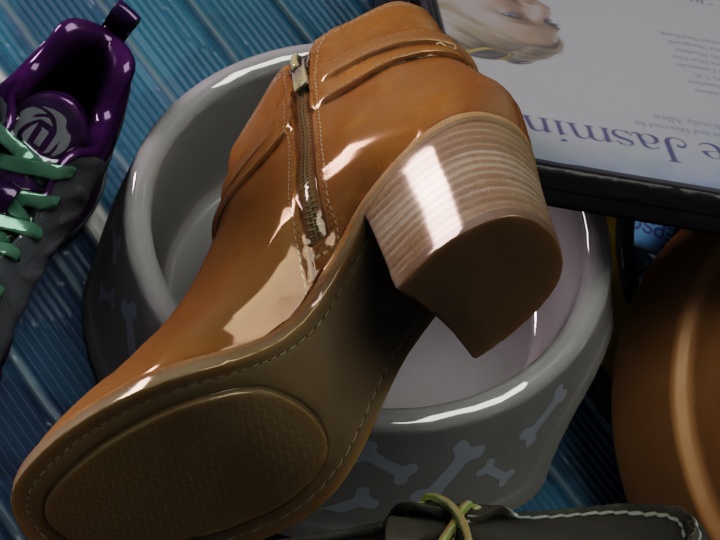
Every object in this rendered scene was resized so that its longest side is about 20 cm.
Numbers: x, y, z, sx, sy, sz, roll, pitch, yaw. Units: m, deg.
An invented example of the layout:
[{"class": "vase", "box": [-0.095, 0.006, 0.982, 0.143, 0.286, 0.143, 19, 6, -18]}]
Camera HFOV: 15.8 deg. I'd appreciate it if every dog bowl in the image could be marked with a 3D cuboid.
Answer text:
[{"class": "dog bowl", "box": [0.000, 0.000, 0.936, 0.199, 0.059, 0.201, 4, 52, -5]}]

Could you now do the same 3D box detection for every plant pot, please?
[{"class": "plant pot", "box": [0.211, 0.048, 0.948, 0.199, 0.140, 0.201, 6, 75, -23]}]

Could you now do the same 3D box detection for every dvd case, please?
[{"class": "dvd case", "box": [0.091, -0.073, 0.965, 0.142, 0.018, 0.200, 9, 30, -12]}]

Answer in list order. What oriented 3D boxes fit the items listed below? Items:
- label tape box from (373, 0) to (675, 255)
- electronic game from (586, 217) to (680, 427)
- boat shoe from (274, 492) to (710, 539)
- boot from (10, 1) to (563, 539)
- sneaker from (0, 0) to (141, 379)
[{"class": "label tape box", "box": [0.081, -0.110, 1.097, 0.143, 0.066, 0.201, 19, 70, -15]}, {"class": "electronic game", "box": [0.163, -0.003, 1.040, 0.199, 0.042, 0.201, 6, 72, -20]}, {"class": "boat shoe", "box": [0.014, 0.106, 0.807, 0.201, 0.061, 0.072, -16, 27, 10]}, {"class": "boot", "box": [-0.032, 0.001, 0.847, 0.074, 0.200, 0.155, 56, 7, -35]}, {"class": "sneaker", "box": [-0.135, -0.017, 0.888, 0.074, 0.088, 0.200, 29, 44, -5]}]
